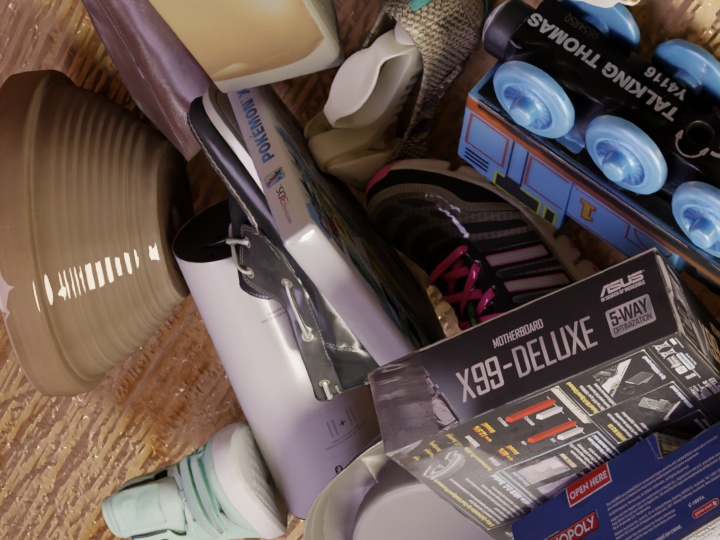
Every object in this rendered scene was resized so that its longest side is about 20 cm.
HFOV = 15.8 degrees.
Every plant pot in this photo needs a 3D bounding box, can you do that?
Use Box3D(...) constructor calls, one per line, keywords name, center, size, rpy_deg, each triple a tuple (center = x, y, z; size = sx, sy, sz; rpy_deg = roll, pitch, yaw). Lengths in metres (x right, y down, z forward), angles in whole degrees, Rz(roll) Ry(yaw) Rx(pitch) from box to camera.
Box3D(name="plant pot", center=(-0.156, -0.026, 1.587), size=(0.092, 0.201, 0.202), rpy_deg=(-5, 128, 10))

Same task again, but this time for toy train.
Box3D(name="toy train", center=(0.140, -0.056, 1.269), size=(0.200, 0.087, 0.114), rpy_deg=(35, 154, 15))

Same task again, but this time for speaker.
Box3D(name="speaker", center=(-0.044, 0.052, 1.593), size=(0.081, 0.081, 0.201), rpy_deg=(9, 131, 45))

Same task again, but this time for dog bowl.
Box3D(name="dog bowl", center=(0.068, 0.168, 1.550), size=(0.199, 0.059, 0.201), rpy_deg=(12, 130, 15))

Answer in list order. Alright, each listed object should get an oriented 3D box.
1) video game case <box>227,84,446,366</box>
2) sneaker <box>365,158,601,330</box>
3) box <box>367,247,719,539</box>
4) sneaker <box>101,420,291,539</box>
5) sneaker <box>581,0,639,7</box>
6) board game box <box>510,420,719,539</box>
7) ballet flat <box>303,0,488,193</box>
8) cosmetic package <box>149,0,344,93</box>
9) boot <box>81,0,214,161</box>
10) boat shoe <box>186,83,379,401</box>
Box3D(name="video game case", center=(0.000, 0.000, 1.404), size=(0.200, 0.022, 0.183), rpy_deg=(53, -172, -33))
Box3D(name="sneaker", center=(0.078, 0.022, 1.387), size=(0.200, 0.088, 0.074), rpy_deg=(39, 142, -6))
Box3D(name="box", center=(0.118, 0.078, 1.300), size=(0.157, 0.050, 0.200), rpy_deg=(-24, 147, 17))
Box3D(name="sneaker", center=(-0.110, 0.151, 1.670), size=(0.200, 0.117, 0.074), rpy_deg=(77, 178, -78))
Box3D(name="sneaker", center=(0.091, -0.153, 1.235), size=(0.084, 0.073, 0.200), rpy_deg=(25, 177, -30))
Box3D(name="board game box", center=(0.217, 0.125, 1.307), size=(0.200, 0.199, 0.062), rpy_deg=(-37, 53, 34))
Box3D(name="ballet flat", center=(0.008, -0.091, 1.387), size=(0.068, 0.075, 0.200), rpy_deg=(50, 149, 16))
Box3D(name="cosmetic package", center=(-0.066, -0.166, 1.284), size=(0.200, 0.071, 0.106), rpy_deg=(52, -155, -75))
Box3D(name="boot", center=(-0.109, -0.156, 1.466), size=(0.186, 0.064, 0.201), rpy_deg=(10, 130, 61))
Box3D(name="boat shoe", center=(-0.048, -0.014, 1.484), size=(0.067, 0.072, 0.201), rpy_deg=(-27, 111, 15))
